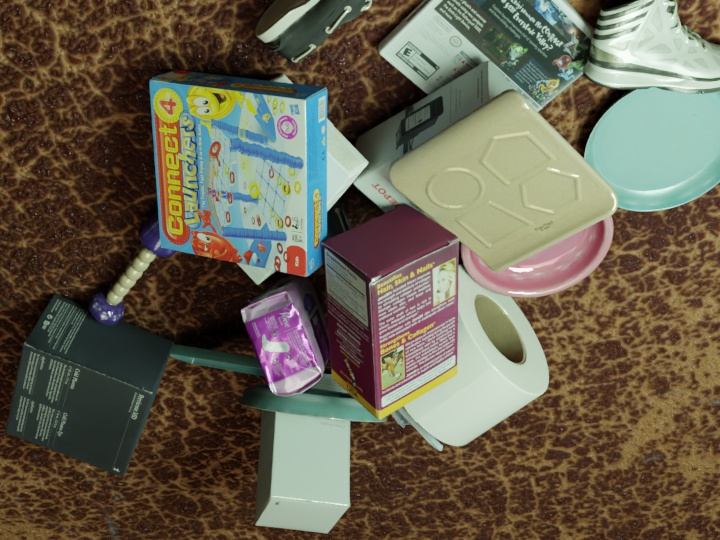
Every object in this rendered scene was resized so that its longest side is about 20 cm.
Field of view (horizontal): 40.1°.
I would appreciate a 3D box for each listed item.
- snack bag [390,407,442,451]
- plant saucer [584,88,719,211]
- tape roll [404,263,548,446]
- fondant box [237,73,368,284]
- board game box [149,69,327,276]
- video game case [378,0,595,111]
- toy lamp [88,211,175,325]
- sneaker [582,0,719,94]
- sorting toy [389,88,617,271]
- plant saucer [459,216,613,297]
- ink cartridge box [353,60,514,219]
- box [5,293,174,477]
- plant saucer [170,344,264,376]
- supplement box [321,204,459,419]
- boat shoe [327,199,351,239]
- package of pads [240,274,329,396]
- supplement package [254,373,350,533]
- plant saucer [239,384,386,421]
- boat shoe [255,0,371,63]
[{"bbox_3d":[0.022,0.167,1.390,0.021,0.200,0.189,-45,128,-7],"label":"snack bag"},{"bbox_3d":[0.370,-0.157,1.211,0.196,0.028,0.202,-3,134,-3],"label":"plant saucer"},{"bbox_3d":[0.138,0.113,1.327,0.139,0.204,0.202,-37,126,27],"label":"tape roll"},{"bbox_3d":[-0.106,-0.104,1.157,0.144,0.058,0.200,45,122,3],"label":"fondant box"},{"bbox_3d":[-0.134,-0.110,1.101,0.193,0.056,0.203,10,115,21],"label":"board game box"},{"bbox_3d":[0.150,-0.251,1.110,0.199,0.024,0.181,34,123,-29],"label":"video game case"},{"bbox_3d":[-0.289,-0.007,1.282,0.058,0.059,0.200,26,125,-26],"label":"toy lamp"},{"bbox_3d":[0.346,-0.261,1.079,0.197,0.076,0.117,-4,123,-17],"label":"sneaker"},{"bbox_3d":[0.159,-0.097,1.099,0.184,0.037,0.199,-29,126,34],"label":"sorting toy"},{"bbox_3d":[0.225,-0.051,1.284,0.197,0.051,0.202,-2,134,-2],"label":"plant saucer"},{"bbox_3d":[0.109,-0.129,1.154,0.198,0.084,0.145,-26,132,32],"label":"ink cartridge box"},{"bbox_3d":[-0.379,0.164,1.380,0.180,0.105,0.201,23,129,-6],"label":"box"},{"bbox_3d":[-0.181,0.127,1.370,0.197,0.019,0.070,6,165,34],"label":"plant saucer"},{"bbox_3d":[0.036,0.048,1.149,0.130,0.103,0.203,-24,130,-28],"label":"supplement box"},{"bbox_3d":[0.000,0.000,1.266,0.061,0.075,0.202,-31,94,6],"label":"boat shoe"},{"bbox_3d":[-0.088,0.077,1.260,0.075,0.200,0.122,-22,96,5],"label":"package of pads"},{"bbox_3d":[-0.084,0.262,1.439,0.115,0.203,0.118,11,145,-14],"label":"supplement package"},{"bbox_3d":[-0.062,0.174,1.311,0.197,0.028,0.200,7,176,0],"label":"plant saucer"},{"bbox_3d":[-0.023,-0.286,1.028,0.199,0.075,0.060,-33,128,28],"label":"boat shoe"}]
